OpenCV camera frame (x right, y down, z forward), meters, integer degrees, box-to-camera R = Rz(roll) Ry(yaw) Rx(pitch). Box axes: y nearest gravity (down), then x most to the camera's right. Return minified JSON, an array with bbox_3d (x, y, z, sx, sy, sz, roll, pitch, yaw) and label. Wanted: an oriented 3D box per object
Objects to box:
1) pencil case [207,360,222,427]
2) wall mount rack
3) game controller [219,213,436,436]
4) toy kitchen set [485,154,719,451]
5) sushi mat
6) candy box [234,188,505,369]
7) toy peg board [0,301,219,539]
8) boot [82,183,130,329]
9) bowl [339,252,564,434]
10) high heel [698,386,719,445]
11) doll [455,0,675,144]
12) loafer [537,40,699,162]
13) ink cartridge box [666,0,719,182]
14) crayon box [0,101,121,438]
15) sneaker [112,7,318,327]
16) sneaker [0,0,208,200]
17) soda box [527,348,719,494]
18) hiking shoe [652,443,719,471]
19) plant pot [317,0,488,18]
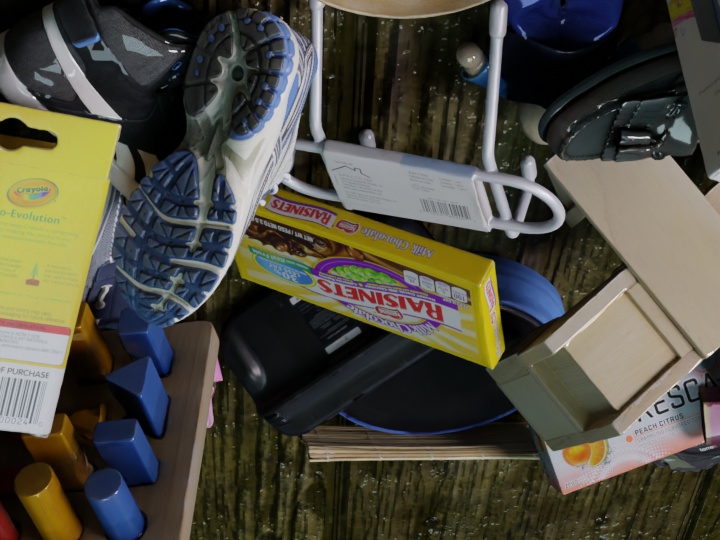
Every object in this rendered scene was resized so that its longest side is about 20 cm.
[{"bbox_3d":[-0.201,0.081,1.339,0.198,0.087,0.084,-3,114,-7],"label":"pencil case"},{"bbox_3d":[0.033,-0.091,1.118,0.198,0.075,0.174,11,153,19],"label":"wall mount rack"},{"bbox_3d":[-0.014,0.039,1.312,0.199,0.105,0.042,-34,176,30],"label":"game controller"},{"bbox_3d":[0.175,-0.007,1.272,0.200,0.164,0.180,-40,179,-13],"label":"toy kitchen set"},{"bbox_3d":[0.050,0.136,1.468,0.198,0.012,0.096,0,-173,-10],"label":"sushi mat"},{"bbox_3d":[0.000,0.000,1.223,0.198,0.027,0.103,19,153,22],"label":"candy box"},{"bbox_3d":[-0.208,0.098,1.170,0.197,0.201,0.098,-6,137,12],"label":"toy peg board"},{"bbox_3d":[-0.164,-0.020,1.223,0.089,0.073,0.200,2,153,-21],"label":"boot"},{"bbox_3d":[0.059,0.061,1.394,0.198,0.040,0.201,-5,145,-3],"label":"bowl"},{"bbox_3d":[0.292,0.035,1.331,0.095,0.068,0.202,-5,118,5],"label":"high heel"},{"bbox_3d":[0.125,-0.145,1.112,0.135,0.049,0.201,-3,144,-5],"label":"doll"},{"bbox_3d":[0.205,-0.102,1.120,0.198,0.063,0.072,-21,155,-20],"label":"loafer"},{"bbox_3d":[0.252,-0.128,1.031,0.144,0.202,0.087,20,140,-34],"label":"ink cartridge box"},{"bbox_3d":[-0.221,-0.009,1.066,0.126,0.051,0.202,9,111,-22],"label":"crayon box"},{"bbox_3d":[-0.075,-0.056,1.089,0.085,0.077,0.201,-8,129,-64],"label":"sneaker"},{"bbox_3d":[-0.116,-0.103,1.106,0.111,0.074,0.200,-31,140,24],"label":"sneaker"},{"bbox_3d":[0.229,0.104,1.409,0.198,0.069,0.064,-20,-177,-3],"label":"soda box"},{"bbox_3d":[0.326,0.115,1.484,0.198,0.076,0.101,-7,148,1],"label":"hiking shoe"},{"bbox_3d":[0.020,-0.220,0.983,0.198,0.028,0.201,2,138,2],"label":"plant pot"}]
